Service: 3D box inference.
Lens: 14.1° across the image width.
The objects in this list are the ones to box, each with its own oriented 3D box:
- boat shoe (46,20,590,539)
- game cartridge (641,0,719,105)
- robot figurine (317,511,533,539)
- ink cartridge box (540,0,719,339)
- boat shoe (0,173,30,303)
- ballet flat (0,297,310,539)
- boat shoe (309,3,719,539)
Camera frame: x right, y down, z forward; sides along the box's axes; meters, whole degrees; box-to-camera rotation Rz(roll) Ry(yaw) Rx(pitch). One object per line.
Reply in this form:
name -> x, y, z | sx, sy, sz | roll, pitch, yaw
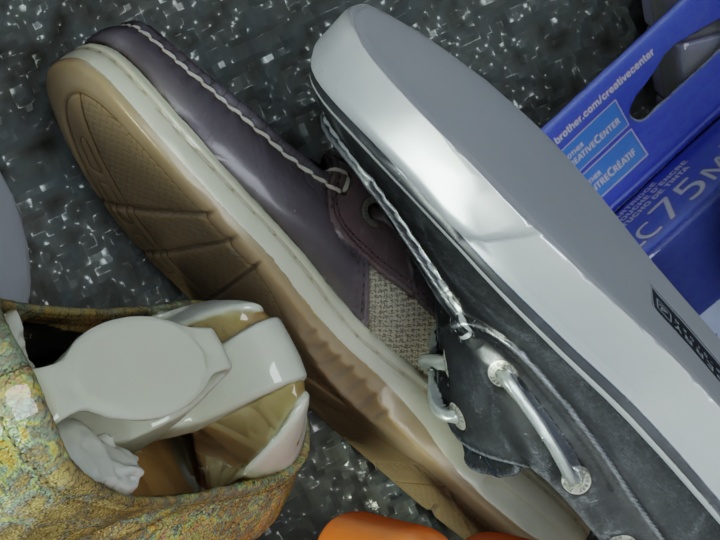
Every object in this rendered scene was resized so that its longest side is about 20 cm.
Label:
boat shoe -> 0.000, 0.000, 0.792 | 0.200, 0.072, 0.065 | 45, 72, -15
game cartridge -> 0.173, -0.110, 0.842 | 0.200, 0.038, 0.130 | -15, 116, -13
robot figurine -> 0.008, 0.164, 0.740 | 0.144, 0.117, 0.200 | 13, 85, -58
ink cartridge box -> 0.138, 0.009, 0.821 | 0.119, 0.042, 0.200 | -41, 114, -14
boat shoe -> -0.137, 0.027, 0.711 | 0.066, 0.200, 0.072 | -27, 116, 24
ballet flat -> -0.050, 0.034, 0.714 | 0.071, 0.200, 0.071 | 1, 91, 26
boat shoe -> 0.047, 0.022, 0.743 | 0.068, 0.072, 0.200 | -39, 104, 18
